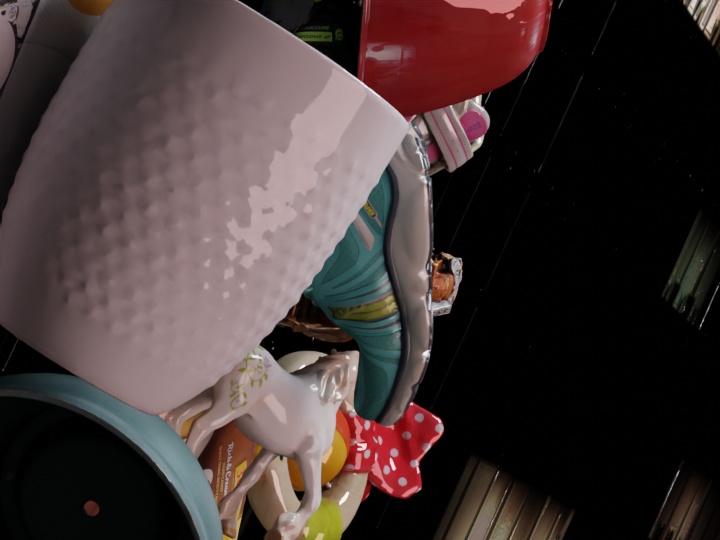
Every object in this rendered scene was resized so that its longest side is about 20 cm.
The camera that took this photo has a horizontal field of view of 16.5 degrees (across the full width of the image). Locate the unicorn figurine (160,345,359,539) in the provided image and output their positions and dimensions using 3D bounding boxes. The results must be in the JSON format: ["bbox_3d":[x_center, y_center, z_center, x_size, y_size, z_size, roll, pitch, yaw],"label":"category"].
[{"bbox_3d":[-0.054,0.088,1.446,0.138,0.074,0.200,-65,153,-13],"label":"unicorn figurine"}]

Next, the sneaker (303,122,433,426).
[{"bbox_3d":[0.000,0.000,1.373,0.078,0.079,0.200,-94,-179,-53],"label":"sneaker"}]

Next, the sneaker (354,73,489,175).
[{"bbox_3d":[0.031,-0.093,1.571,0.200,0.088,0.081,-62,155,-12],"label":"sneaker"}]

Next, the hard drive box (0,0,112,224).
[{"bbox_3d":[-0.190,-0.076,1.151,0.156,0.077,0.201,-18,127,-58],"label":"hard drive box"}]

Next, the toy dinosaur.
[{"bbox_3d":[-0.023,-0.002,1.470,0.200,0.136,0.102,23,94,-56],"label":"toy dinosaur"}]

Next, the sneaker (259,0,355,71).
[{"bbox_3d":[-0.025,-0.153,1.399,0.071,0.083,0.200,-4,120,-25],"label":"sneaker"}]

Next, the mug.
[{"bbox_3d":[-0.081,-0.027,1.160,0.176,0.147,0.200,-58,168,-2],"label":"mug"}]

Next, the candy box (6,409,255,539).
[{"bbox_3d":[-0.136,0.132,1.464,0.200,0.056,0.117,-26,132,-58],"label":"candy box"}]

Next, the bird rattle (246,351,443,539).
[{"bbox_3d":[-0.021,0.127,1.651,0.200,0.112,0.163,-54,137,-33],"label":"bird rattle"}]

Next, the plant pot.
[{"bbox_3d":[-0.156,0.139,1.288,0.134,0.200,0.201,-48,154,-72],"label":"plant pot"}]

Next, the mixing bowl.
[{"bbox_3d":[0.055,-0.176,1.425,0.200,0.108,0.201,-175,-90,-89],"label":"mixing bowl"}]
